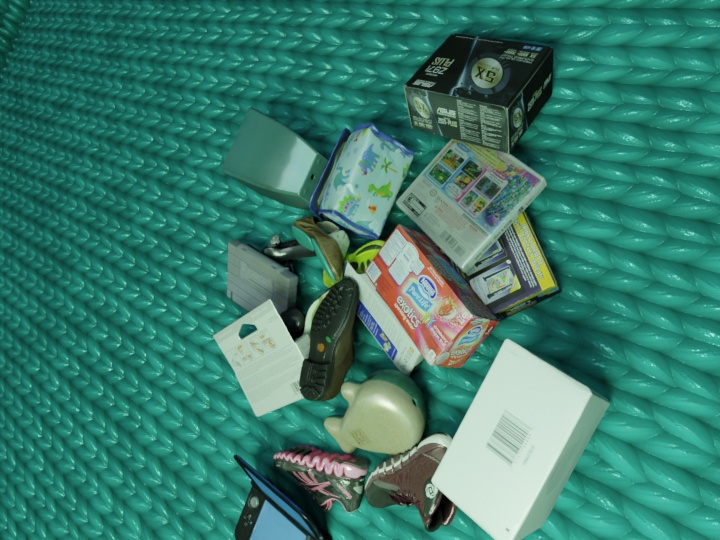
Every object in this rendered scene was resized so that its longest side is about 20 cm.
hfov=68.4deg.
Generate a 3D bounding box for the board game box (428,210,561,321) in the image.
[{"bbox_3d":[0.207,-0.026,0.859,0.161,0.056,0.207,-26,64,21],"label":"board game box"}]

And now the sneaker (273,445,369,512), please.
[{"bbox_3d":[-0.075,0.365,0.922,0.193,0.078,0.100,0,88,33],"label":"sneaker"}]

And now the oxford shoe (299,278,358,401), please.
[{"bbox_3d":[-0.041,0.116,0.893,0.071,0.083,0.208,15,85,37],"label":"oxford shoe"}]

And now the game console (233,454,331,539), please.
[{"bbox_3d":[-0.158,0.445,0.917,0.196,0.117,0.176,23,88,34],"label":"game console"}]

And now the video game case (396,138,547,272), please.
[{"bbox_3d":[0.171,-0.124,0.862,0.182,0.024,0.201,-46,48,7],"label":"video game case"}]

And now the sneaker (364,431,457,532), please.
[{"bbox_3d":[0.076,0.339,0.791,0.200,0.074,0.118,-47,29,29],"label":"sneaker"}]

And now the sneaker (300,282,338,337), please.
[{"bbox_3d":[-0.057,0.114,0.963,0.087,0.077,0.205,30,120,14],"label":"sneaker"}]

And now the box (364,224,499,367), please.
[{"bbox_3d":[0.106,0.039,0.815,0.101,0.094,0.202,-51,53,21],"label":"box"}]

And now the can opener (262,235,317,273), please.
[{"bbox_3d":[-0.119,-0.042,1.070,0.193,0.080,0.064,-14,30,24],"label":"can opener"}]

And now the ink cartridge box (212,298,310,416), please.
[{"bbox_3d":[-0.165,0.158,0.971,0.197,0.044,0.181,-28,91,38],"label":"ink cartridge box"}]

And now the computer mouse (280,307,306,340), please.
[{"bbox_3d":[-0.167,0.134,1.025,0.199,0.034,0.060,-42,75,37],"label":"computer mouse"}]

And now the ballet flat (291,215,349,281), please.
[{"bbox_3d":[-0.062,-0.052,0.960,0.071,0.070,0.200,-29,33,-12],"label":"ballet flat"}]

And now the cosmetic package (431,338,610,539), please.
[{"bbox_3d":[0.218,0.222,0.698,0.121,0.198,0.204,30,92,36],"label":"cosmetic package"}]

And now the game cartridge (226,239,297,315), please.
[{"bbox_3d":[-0.202,0.030,1.074,0.196,0.038,0.135,28,117,34],"label":"game cartridge"}]

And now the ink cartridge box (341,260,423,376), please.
[{"bbox_3d":[0.037,0.077,0.896,0.036,0.096,0.201,-29,67,-28],"label":"ink cartridge box"}]

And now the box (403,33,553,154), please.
[{"bbox_3d":[0.197,-0.302,0.885,0.196,0.087,0.165,25,63,34],"label":"box"}]

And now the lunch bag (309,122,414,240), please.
[{"bbox_3d":[-0.010,-0.164,0.983,0.175,0.124,0.199,-64,20,-1],"label":"lunch bag"}]

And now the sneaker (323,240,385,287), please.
[{"bbox_3d":[0.000,0.000,0.969,0.196,0.082,0.077,-9,64,49],"label":"sneaker"}]

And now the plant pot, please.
[{"bbox_3d":[-0.150,-0.210,1.083,0.196,0.140,0.145,28,91,30],"label":"plant pot"}]

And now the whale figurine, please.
[{"bbox_3d":[0.026,0.238,0.880,0.160,0.104,0.198,49,130,-7],"label":"whale figurine"}]
